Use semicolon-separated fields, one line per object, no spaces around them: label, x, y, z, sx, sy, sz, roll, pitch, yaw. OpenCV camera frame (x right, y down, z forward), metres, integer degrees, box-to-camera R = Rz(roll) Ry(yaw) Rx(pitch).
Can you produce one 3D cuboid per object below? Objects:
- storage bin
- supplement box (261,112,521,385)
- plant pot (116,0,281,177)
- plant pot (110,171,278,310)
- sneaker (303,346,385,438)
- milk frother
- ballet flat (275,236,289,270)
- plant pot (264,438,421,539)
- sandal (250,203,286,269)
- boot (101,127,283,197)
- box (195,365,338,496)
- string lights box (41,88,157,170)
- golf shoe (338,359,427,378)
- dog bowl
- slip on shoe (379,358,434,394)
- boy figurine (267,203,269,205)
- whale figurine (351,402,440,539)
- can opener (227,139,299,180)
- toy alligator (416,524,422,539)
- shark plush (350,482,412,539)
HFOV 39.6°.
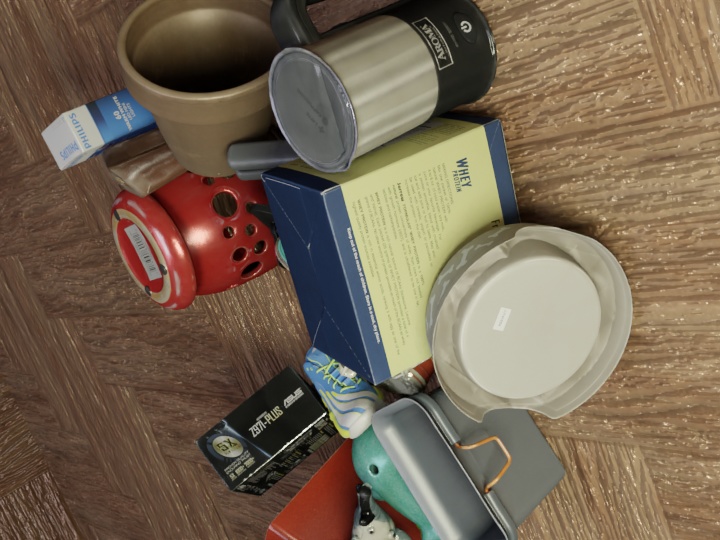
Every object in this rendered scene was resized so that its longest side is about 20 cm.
storage bin;0.134;0.201;1.125;0.200;0.134;0.146;56;147;3
supplement box;0.041;-0.032;0.988;0.134;0.199;0.201;24;134;57
plant pot;-0.173;-0.209;1.175;0.200;0.200;0.175;42;153;25
plant pot;-0.229;-0.057;1.371;0.200;0.182;0.201;36;142;35
sneaker;-0.032;0.150;1.293;0.105;0.076;0.200;46;175;-9
milk frother;-0.008;-0.180;0.966;0.181;0.188;0.200;51;146;15
ballet flat;0.000;0.000;1.151;0.199;0.068;0.067;16;172;9
plant pot;-0.014;0.396;1.439;0.176;0.200;0.200;34;141;17
sandal;-0.068;-0.012;1.232;0.075;0.045;0.200;13;154;44
boot;-0.205;-0.131;1.257;0.186;0.200;0.064;37;141;32
box;-0.122;0.229;1.398;0.086;0.164;0.200;50;176;14
string lights box;-0.314;-0.207;1.346;0.103;0.200;0.059;-15;103;56
golf shoe;0.061;0.083;1.138;0.199;0.088;0.077;-3;158;36
dog bowl;0.151;0.047;0.936;0.059;0.199;0.201;-129;23;-63
slip on shoe;0.040;0.112;1.257;0.074;0.061;0.200;44;164;-15
boy figurine;-0.029;-0.074;1.182;0.200;0.065;0.124;1;142;51
whale figurine;0.062;0.269;1.274;0.159;0.104;0.201;-29;83;38
can opener;-0.051;-0.111;1.114;0.199;0.067;0.053;-3;159;14
toy alligator;0.084;0.303;1.354;0.054;0.059;0.200;-38;77;14
shark plush;0.001;0.313;1.275;0.200;0.091;0.084;58;-166;-60
